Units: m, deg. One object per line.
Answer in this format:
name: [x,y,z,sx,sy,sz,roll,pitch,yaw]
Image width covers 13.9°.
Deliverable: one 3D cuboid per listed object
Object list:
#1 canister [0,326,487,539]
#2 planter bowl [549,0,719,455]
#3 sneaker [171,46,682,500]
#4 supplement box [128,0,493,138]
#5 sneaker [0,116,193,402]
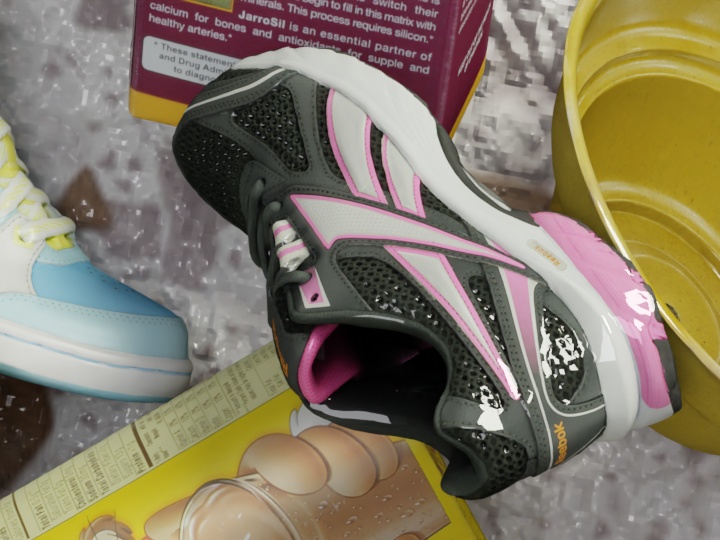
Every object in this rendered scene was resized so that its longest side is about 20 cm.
canister: [-0.058,0.115,0.974,0.200,0.087,0.149,-31,129,-2]
planter bowl: [0.122,-0.002,0.964,0.201,0.200,0.083,54,132,6]
sneaker: [0.000,0.000,0.899,0.086,0.081,0.200,-32,43,-27]
supplement box: [-0.007,-0.141,0.959,0.110,0.086,0.200,13,125,8]
sneaker: [-0.135,-0.040,1.027,0.200,0.080,0.131,23,93,7]
